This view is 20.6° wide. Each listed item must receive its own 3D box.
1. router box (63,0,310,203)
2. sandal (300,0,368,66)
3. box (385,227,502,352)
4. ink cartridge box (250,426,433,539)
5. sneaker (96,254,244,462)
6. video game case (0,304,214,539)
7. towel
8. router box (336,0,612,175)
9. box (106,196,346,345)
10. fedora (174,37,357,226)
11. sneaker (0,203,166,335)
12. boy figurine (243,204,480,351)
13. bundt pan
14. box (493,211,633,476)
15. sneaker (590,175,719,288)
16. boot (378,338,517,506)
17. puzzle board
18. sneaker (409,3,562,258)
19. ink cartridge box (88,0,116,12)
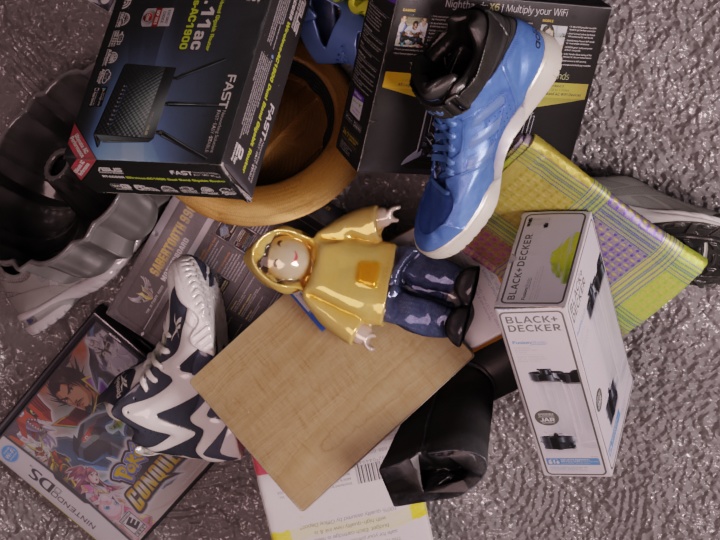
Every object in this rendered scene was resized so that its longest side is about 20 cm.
[{"bbox_3d":[-0.139,-0.158,1.606,0.149,0.201,0.062,4,156,25],"label":"router box"},{"bbox_3d":[-0.012,-0.207,1.674,0.200,0.079,0.087,41,119,5],"label":"sandal"},{"bbox_3d":[0.043,0.033,1.722,0.199,0.041,0.119,-27,82,6],"label":"box"},{"bbox_3d":[-0.015,0.205,1.809,0.145,0.083,0.201,-12,111,0],"label":"ink cartridge box"},{"bbox_3d":[-0.182,0.085,1.773,0.129,0.080,0.200,-7,121,7],"label":"sneaker"},{"bbox_3d":[-0.239,0.160,1.902,0.181,0.026,0.200,41,115,-4],"label":"video game case"},{"bbox_3d":[0.171,-0.026,1.639,0.200,0.023,0.144,34,135,-13],"label":"towel"},{"bbox_3d":[0.092,-0.157,1.619,0.199,0.052,0.158,2,117,-25],"label":"router box"},{"bbox_3d":[-0.117,-0.001,1.793,0.158,0.048,0.200,32,115,0],"label":"box"},{"bbox_3d":[-0.093,-0.112,1.696,0.200,0.201,0.082,29,152,1],"label":"fedora"},{"bbox_3d":[-0.260,-0.020,1.807,0.200,0.075,0.082,-37,100,25],"label":"sneaker"},{"bbox_3d":[0.000,0.000,1.665,0.199,0.064,0.125,17,89,6],"label":"boy figurine"},{"bbox_3d":[-0.241,-0.076,1.732,0.202,0.202,0.076,-30,139,23],"label":"bundt pan"},{"bbox_3d":[0.170,0.062,1.626,0.060,0.117,0.200,-1,132,22],"label":"box"},{"bbox_3d":[0.247,-0.043,1.667,0.199,0.079,0.074,13,135,9],"label":"sneaker"},{"bbox_3d":[0.106,0.113,1.698,0.165,0.200,0.066,-30,102,23],"label":"boot"},{"bbox_3d":[-0.025,0.085,1.698,0.200,0.017,0.151,-42,80,1],"label":"puzzle board"},{"bbox_3d":[0.069,-0.112,1.551,0.111,0.077,0.200,21,103,-38],"label":"sneaker"},{"bbox_3d":[-0.279,-0.316,1.715,0.200,0.039,0.100,29,116,2],"label":"ink cartridge box"}]
